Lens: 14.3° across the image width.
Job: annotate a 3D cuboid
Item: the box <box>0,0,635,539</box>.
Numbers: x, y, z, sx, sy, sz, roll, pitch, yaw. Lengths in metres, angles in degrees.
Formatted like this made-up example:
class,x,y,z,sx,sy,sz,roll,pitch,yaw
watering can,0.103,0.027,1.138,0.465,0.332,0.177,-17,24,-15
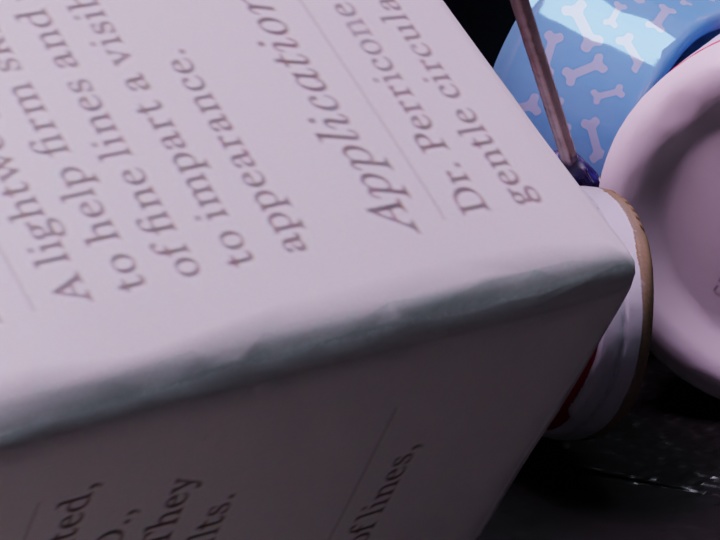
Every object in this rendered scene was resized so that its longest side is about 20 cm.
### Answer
class,x,y,z,sx,sy,sz,roll,pitch,yaw
box,-0.092,0.003,0.445,0.131,0.200,0.199,-12,56,-35

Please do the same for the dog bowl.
class,x,y,z,sx,sy,sz,roll,pitch,yaw
dog bowl,0.109,-0.056,0.962,0.050,0.112,0.200,22,25,27

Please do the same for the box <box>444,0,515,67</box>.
class,x,y,z,sx,sy,sz,roll,pitch,yaw
box,-0.042,-0.085,0.970,0.200,0.161,0.044,-2,9,-4

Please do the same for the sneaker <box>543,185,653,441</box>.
class,x,y,z,sx,sy,sz,roll,pitch,yaw
sneaker,0.000,0.000,0.794,0.112,0.071,0.200,8,4,-19

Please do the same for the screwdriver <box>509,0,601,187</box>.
class,x,y,z,sx,sy,sz,roll,pitch,yaw
screwdriver,0.052,-0.039,0.806,0.029,0.200,0.028,-36,54,-3

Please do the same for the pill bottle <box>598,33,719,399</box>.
class,x,y,z,sx,sy,sz,roll,pitch,yaw
pill bottle,0.149,-0.035,0.864,0.109,0.109,0.200,4,17,20
